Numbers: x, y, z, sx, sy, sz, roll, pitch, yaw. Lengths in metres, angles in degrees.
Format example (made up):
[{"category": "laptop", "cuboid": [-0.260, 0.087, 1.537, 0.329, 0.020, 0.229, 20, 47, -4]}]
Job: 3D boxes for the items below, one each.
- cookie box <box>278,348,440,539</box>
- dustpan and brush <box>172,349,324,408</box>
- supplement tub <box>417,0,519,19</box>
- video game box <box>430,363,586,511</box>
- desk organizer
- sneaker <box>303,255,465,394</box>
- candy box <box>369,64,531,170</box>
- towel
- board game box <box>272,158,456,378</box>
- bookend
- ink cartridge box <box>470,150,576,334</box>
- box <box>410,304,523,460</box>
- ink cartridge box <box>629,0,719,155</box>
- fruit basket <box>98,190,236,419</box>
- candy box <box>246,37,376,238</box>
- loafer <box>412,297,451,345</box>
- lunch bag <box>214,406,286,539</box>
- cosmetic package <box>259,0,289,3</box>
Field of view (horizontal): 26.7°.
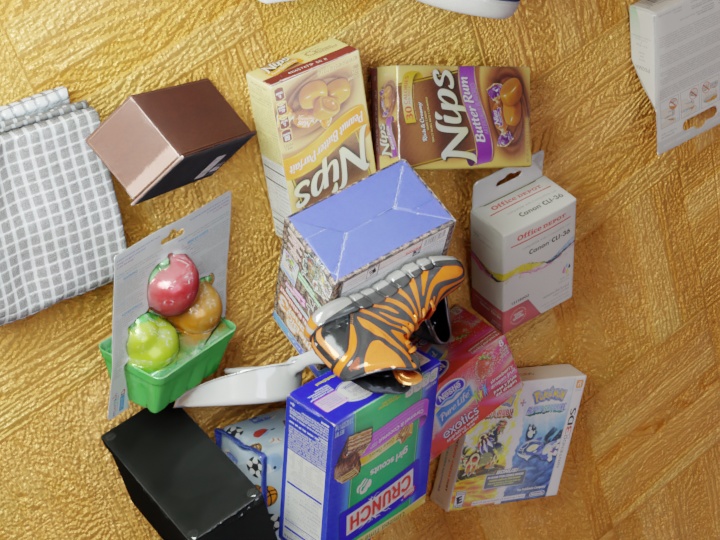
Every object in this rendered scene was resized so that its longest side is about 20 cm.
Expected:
[{"category": "cookie box", "cuboid": [-0.001, 0.197, 1.650, 0.171, 0.075, 0.201, -27, 134, -39]}, {"category": "dustpan and brush", "cuboid": [-0.090, 0.113, 1.643, 0.139, 0.199, 0.058, 1, 83, -57]}, {"category": "supplement tub", "cuboid": [0.118, -0.378, 1.594, 0.144, 0.144, 0.201, 1, 110, -37]}, {"category": "video game box", "cuboid": [0.197, 0.219, 2.003, 0.199, 0.047, 0.183, -2, 110, -36]}, {"category": "desk organizer", "cuboid": [-0.182, -0.130, 1.486, 0.072, 0.077, 0.200, -40, 178, 20]}, {"category": "sneaker", "cuboid": [0.047, 0.065, 1.580, 0.199, 0.112, 0.078, -27, 154, -25]}, {"category": "candy box", "cuboid": [0.105, -0.172, 1.719, 0.199, 0.056, 0.117, -5, 96, -35]}, {"category": "towel", "cuboid": [-0.317, -0.059, 1.458, 0.165, 0.085, 0.201, -23, 123, -28]}, {"category": "board game box", "cuboid": [0.000, 0.000, 1.659, 0.159, 0.097, 0.200, -27, 154, -23]}, {"category": "bookend", "cuboid": [-0.175, 0.277, 1.664, 0.092, 0.199, 0.201, -32, 134, -20]}, {"category": "ink cartridge box", "cuboid": [0.198, -0.034, 1.847, 0.116, 0.067, 0.201, -27, 135, -24]}, {"category": "box", "cuboid": [0.087, 0.147, 1.849, 0.200, 0.100, 0.096, -36, 128, -18]}, {"category": "ink cartridge box", "cuboid": [0.420, -0.269, 1.941, 0.160, 0.050, 0.201, -26, 128, -25]}, {"category": "fruit basket", "cuboid": [-0.201, 0.034, 1.564, 0.185, 0.093, 0.201, -36, 136, -47]}, {"category": "candy box", "cuboid": [-0.048, -0.136, 1.642, 0.115, 0.055, 0.201, -26, 125, -25]}, {"category": "loafer", "cuboid": [0.077, -0.002, 1.795, 0.072, 0.063, 0.201, -26, 124, -25]}, {"category": "lunch bag", "cuboid": [-0.075, 0.263, 1.770, 0.169, 0.124, 0.201, -17, 113, -32]}, {"category": "cosmetic package", "cuboid": [-0.068, -0.375, 1.504, 0.101, 0.071, 0.201, -13, 118, -32]}]
